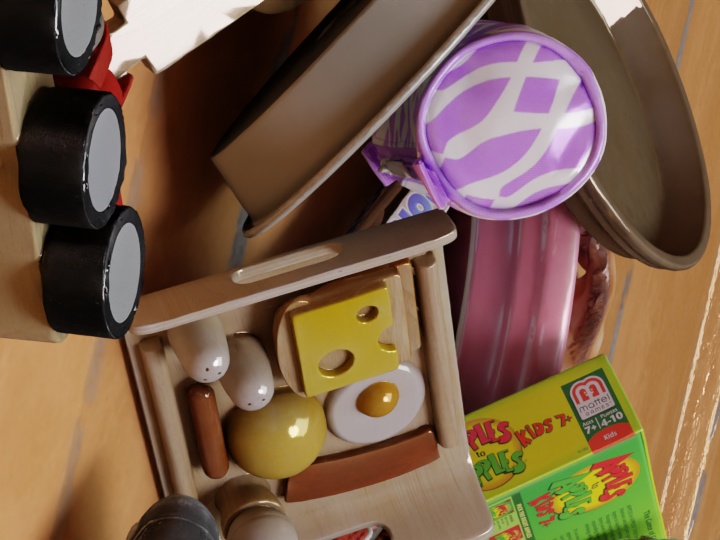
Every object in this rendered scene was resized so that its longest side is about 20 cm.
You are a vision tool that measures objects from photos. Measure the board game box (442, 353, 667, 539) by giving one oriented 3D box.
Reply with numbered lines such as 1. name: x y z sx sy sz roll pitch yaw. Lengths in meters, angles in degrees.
1. board game box: 0.096 0.124 1.452 0.200 0.101 0.048 69 -4 -60

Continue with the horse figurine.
1. horse figurine: 0.094 0.060 1.597 0.050 0.132 0.201 11 100 -25

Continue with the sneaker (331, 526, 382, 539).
1. sneaker: -0.004 0.097 1.427 0.082 0.077 0.200 89 25 -49

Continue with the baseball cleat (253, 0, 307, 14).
1. baseball cleat: 0.016 -0.176 1.256 0.070 0.106 0.200 54 43 -20

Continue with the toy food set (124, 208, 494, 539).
1. toy food set: -0.018 0.067 1.265 0.200 0.143 0.061 82 -12 -46

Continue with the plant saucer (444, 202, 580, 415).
1. plant saucer: 0.067 0.006 1.496 0.201 0.051 0.201 -172 -90 -83

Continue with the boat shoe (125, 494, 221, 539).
1. boat shoe: -0.087 0.175 1.263 0.200 0.073 0.068 91 4 -45

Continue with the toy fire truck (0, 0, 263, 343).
1. toy fire truck: -0.097 -0.095 1.018 0.200 0.128 0.177 -72 162 -46

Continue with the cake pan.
1. cake pan: 0.007 -0.099 1.236 0.200 0.037 0.200 -46 -173 7

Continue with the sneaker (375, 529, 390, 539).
1. sneaker: 0.001 0.162 1.476 0.200 0.078 0.078 -34 129 -60

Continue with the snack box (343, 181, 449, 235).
1. snack box: 0.000 0.000 1.386 0.072 0.024 0.200 -39 -169 44

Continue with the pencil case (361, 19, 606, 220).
1. pencil case: 0.049 -0.064 1.256 0.084 0.085 0.200 64 -4 -5

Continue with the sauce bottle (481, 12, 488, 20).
1. sauce bottle: 0.069 -0.124 1.492 0.200 0.066 0.066 -32 132 -59

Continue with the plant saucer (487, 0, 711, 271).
1. plant saucer: 0.115 -0.090 1.436 0.200 0.029 0.201 47 31 -39

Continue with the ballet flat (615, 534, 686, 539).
1. ballet flat: 0.086 0.182 1.421 0.072 0.199 0.072 165 -90 -86
